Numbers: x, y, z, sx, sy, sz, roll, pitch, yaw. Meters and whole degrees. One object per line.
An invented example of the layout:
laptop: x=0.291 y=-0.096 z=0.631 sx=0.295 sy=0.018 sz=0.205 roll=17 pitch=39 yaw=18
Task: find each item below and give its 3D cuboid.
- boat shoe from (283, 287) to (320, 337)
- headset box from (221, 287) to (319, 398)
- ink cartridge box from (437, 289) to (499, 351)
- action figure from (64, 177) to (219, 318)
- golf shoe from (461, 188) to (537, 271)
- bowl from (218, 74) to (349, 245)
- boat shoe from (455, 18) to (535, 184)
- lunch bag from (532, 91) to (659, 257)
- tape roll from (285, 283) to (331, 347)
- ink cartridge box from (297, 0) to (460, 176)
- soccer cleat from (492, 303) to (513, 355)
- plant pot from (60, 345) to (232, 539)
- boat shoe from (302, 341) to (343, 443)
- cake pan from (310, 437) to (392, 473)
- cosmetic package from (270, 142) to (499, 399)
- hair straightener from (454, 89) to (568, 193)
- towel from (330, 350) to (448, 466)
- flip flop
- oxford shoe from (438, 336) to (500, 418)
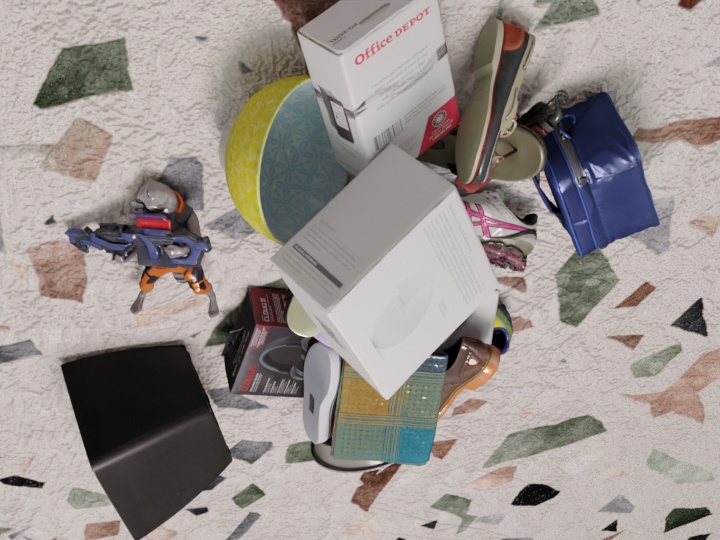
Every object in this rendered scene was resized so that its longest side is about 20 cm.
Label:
boat shoe: x=-0.032 y=-0.015 z=1.422 sx=0.073 sy=0.063 sz=0.203 roll=29 pitch=97 yaw=-15
headset box: x=-0.100 y=0.107 z=1.659 sx=0.197 sy=0.078 sz=0.150 roll=5 pitch=132 yaw=-23
ink cartridge box: x=0.096 y=0.023 z=1.601 sx=0.197 sy=0.045 sz=0.179 roll=1 pitch=108 yaw=-17
action figure: x=-0.269 y=-0.033 z=1.482 sx=0.197 sy=0.105 sz=0.196 roll=11 pitch=129 yaw=11
golf shoe: x=0.152 y=-0.075 z=1.568 sx=0.198 sy=0.072 sz=0.093 roll=25 pitch=83 yaw=-22
bowl: x=-0.104 y=-0.140 z=1.371 sx=0.107 sy=0.201 sz=0.201 roll=17 pitch=146 yaw=29
boat shoe: x=0.161 y=-0.196 z=1.372 sx=0.062 sy=0.203 sz=0.071 roll=15 pitch=173 yaw=-24
lunch bag: x=0.293 y=-0.123 z=1.498 sx=0.131 sy=0.137 sz=0.201 roll=-24 pitch=136 yaw=9
tape roll: x=0.000 y=0.000 z=1.505 sx=0.197 sy=0.085 sz=0.203 roll=-1 pitch=103 yaw=-3
ink cartridge box: x=0.026 y=-0.221 z=1.323 sx=0.145 sy=0.083 sz=0.201 roll=-38 pitch=139 yaw=-19
soccer cleat: x=0.148 y=0.067 z=1.681 sx=0.198 sy=0.085 sz=0.064 roll=22 pitch=140 yaw=-33
plant pot: x=-0.295 y=0.226 z=1.647 sx=0.175 sy=0.201 sz=0.201 roll=-23 pitch=137 yaw=-8
boat shoe: x=-0.038 y=0.169 z=1.641 sx=0.066 sy=0.070 sz=0.202 roll=-19 pitch=137 yaw=-26
cake pan: x=0.014 y=0.231 z=1.745 sx=0.197 sy=0.201 sz=0.037 roll=-17 pitch=114 yaw=1
cosmetic package: x=0.033 y=0.002 z=1.338 sx=0.200 sy=0.123 sz=0.200 roll=-43 pitch=141 yaw=-9
hair straightener: x=0.194 y=-0.177 z=1.463 sx=0.041 sy=0.078 sz=0.200 roll=29 pitch=139 yaw=-18
towel: x=0.039 y=0.187 z=1.597 sx=0.144 sy=0.022 sz=0.202 roll=5 pitch=123 yaw=-3
flip flop: x=0.132 y=-0.147 z=1.428 sx=0.197 sy=0.058 sz=0.082 roll=12 pitch=127 yaw=15
oxford shoe: x=0.106 y=0.152 z=1.625 sx=0.072 sy=0.072 sz=0.200 roll=30 pitch=127 yaw=-24
